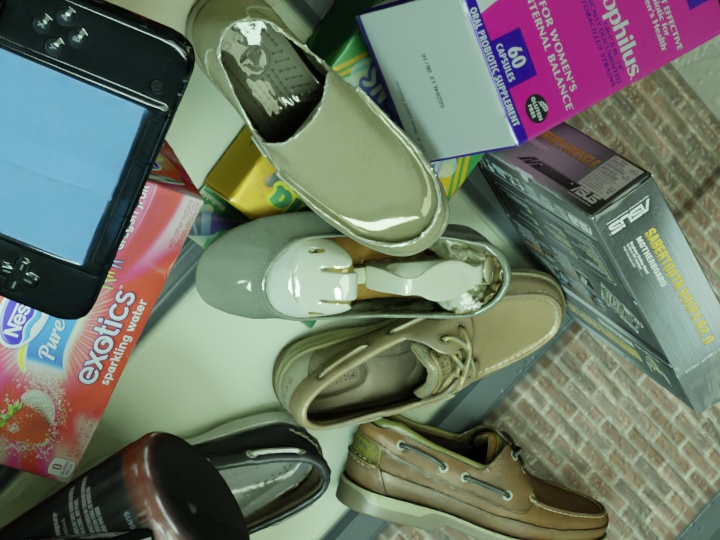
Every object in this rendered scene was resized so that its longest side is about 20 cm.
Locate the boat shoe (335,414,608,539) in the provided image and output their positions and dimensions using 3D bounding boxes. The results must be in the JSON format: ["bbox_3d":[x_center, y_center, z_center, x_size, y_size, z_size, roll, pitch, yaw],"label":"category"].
[{"bbox_3d":[0.085,0.140,1.690,0.200,0.072,0.068,12,101,-27],"label":"boat shoe"}]

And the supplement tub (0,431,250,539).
[{"bbox_3d":[-0.171,0.187,1.528,0.200,0.107,0.107,-33,119,18],"label":"supplement tub"}]

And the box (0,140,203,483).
[{"bbox_3d":[-0.185,0.011,1.500,0.100,0.096,0.200,19,108,-27],"label":"box"}]

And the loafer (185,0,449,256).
[{"bbox_3d":[-0.027,-0.082,1.500,0.200,0.068,0.076,43,97,-9],"label":"loafer"}]

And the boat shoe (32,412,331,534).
[{"bbox_3d":[-0.114,0.150,1.607,0.200,0.060,0.074,-16,118,-16],"label":"boat shoe"}]

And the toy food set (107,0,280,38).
[{"bbox_3d":[-0.138,-0.191,1.508,0.200,0.060,0.144,-34,127,-9],"label":"toy food set"}]

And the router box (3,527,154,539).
[{"bbox_3d":[-0.232,0.183,1.414,0.199,0.149,0.051,-7,90,20],"label":"router box"}]

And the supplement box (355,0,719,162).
[{"bbox_3d":[0.113,-0.152,1.560,0.200,0.103,0.101,-30,104,-37],"label":"supplement box"}]

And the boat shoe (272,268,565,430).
[{"bbox_3d":[0.045,0.058,1.640,0.200,0.065,0.071,-21,116,-10],"label":"boat shoe"}]

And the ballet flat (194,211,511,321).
[{"bbox_3d":[0.000,0.000,1.557,0.199,0.064,0.068,-2,106,-24],"label":"ballet flat"}]

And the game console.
[{"bbox_3d":[-0.201,-0.048,1.331,0.172,0.119,0.200,22,125,-7],"label":"game console"}]

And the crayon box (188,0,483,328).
[{"bbox_3d":[-0.006,-0.069,1.599,0.126,0.052,0.200,37,89,-28],"label":"crayon box"}]

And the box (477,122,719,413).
[{"bbox_3d":[0.154,-0.013,1.603,0.048,0.200,0.159,-36,116,-7],"label":"box"}]
